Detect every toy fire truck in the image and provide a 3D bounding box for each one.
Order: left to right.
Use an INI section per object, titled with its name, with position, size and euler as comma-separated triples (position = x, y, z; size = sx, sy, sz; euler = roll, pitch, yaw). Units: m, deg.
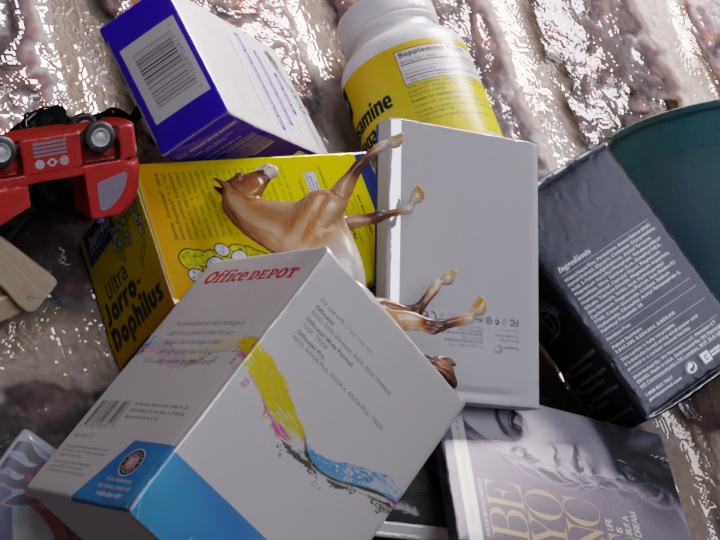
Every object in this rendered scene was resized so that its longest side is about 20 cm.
[toy fire truck]
position = -0.237, -0.020, 0.987
size = 0.200, 0.049, 0.141
euler = -11, 107, -23

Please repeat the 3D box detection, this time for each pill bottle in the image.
[pill bottle]
position = 0.050, -0.130, 1.262
size = 0.112, 0.112, 0.200
euler = -4, 64, -34

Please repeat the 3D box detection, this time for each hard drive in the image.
[hard drive]
position = 0.071, -0.003, 1.108
size = 0.132, 0.025, 0.200
euler = 7, 77, -28

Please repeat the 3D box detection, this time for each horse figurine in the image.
[horse figurine]
position = 0.000, 0.000, 1.035
size = 0.132, 0.050, 0.200
euler = -24, 85, -14

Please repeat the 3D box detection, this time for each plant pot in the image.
[plant pot]
position = 0.330, -0.035, 1.340
size = 0.200, 0.200, 0.188
euler = 0, 78, -32

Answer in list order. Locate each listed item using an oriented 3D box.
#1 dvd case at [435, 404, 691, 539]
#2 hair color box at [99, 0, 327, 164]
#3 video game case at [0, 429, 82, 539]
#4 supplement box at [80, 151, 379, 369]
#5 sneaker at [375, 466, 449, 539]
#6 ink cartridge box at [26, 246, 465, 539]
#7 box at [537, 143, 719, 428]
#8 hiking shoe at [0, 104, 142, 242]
[dvd case]
position = 0.147, 0.157, 1.099
size = 0.200, 0.016, 0.149
euler = 15, 40, -19
[hair color box]
position = -0.103, -0.128, 1.131
size = 0.109, 0.065, 0.200
euler = 63, 16, 14
[video game case]
position = -0.180, 0.224, 0.959
size = 0.200, 0.023, 0.182
euler = 36, 49, -8
[supplement box]
position = -0.083, -0.009, 1.107
size = 0.200, 0.109, 0.110
euler = -7, 66, -34
[sneaker]
position = 0.035, 0.143, 1.096
size = 0.200, 0.071, 0.099
euler = 10, 81, -23
[ink cartridge box]
position = -0.068, 0.107, 0.938
size = 0.145, 0.147, 0.200
euler = 48, 64, -23
[box]
position = 0.197, 0.021, 1.220
size = 0.104, 0.148, 0.200
euler = -33, 82, -9
[hiking shoe]
position = -0.237, -0.073, 1.049
size = 0.200, 0.101, 0.076
euler = -27, 66, -42
